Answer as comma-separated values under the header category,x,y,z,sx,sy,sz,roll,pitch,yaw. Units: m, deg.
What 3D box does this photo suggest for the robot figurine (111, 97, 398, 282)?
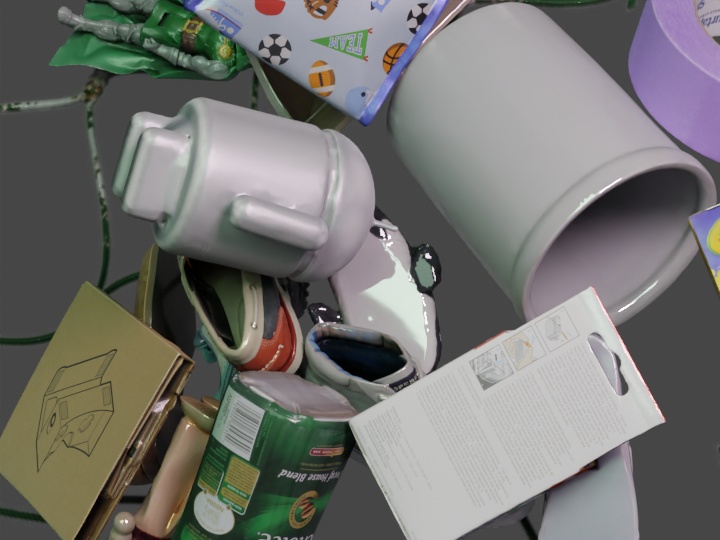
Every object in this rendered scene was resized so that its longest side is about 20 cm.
category,x,y,z,sx,sy,sz,roll,pitch,yaw
robot figurine,-0.075,-0.056,1.522,0.170,0.199,0.113,-122,48,-63

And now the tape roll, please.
category,x,y,z,sx,sy,sz,roll,pitch,yaw
tape roll,0.298,-0.153,1.532,0.199,0.066,0.201,8,42,-7

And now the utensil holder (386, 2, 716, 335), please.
category,x,y,z,sx,sy,sz,roll,pitch,yaw
utensil holder,0.134,-0.075,1.557,0.170,0.170,0.200,-38,56,-1

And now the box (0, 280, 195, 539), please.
category,x,y,z,sx,sy,sz,roll,pitch,yaw
box,-0.207,0.108,1.605,0.164,0.021,0.200,-61,31,0

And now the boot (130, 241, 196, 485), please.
category,x,y,z,sx,sy,sz,roll,pitch,yaw
boot,-0.174,0.071,1.659,0.075,0.074,0.201,-10,64,27

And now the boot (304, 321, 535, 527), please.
category,x,y,z,sx,sy,sz,roll,pitch,yaw
boot,0.037,0.108,1.533,0.199,0.096,0.074,24,52,28

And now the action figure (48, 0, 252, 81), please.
category,x,y,z,sx,sy,sz,roll,pitch,yaw
action figure,-0.158,-0.204,1.797,0.199,0.055,0.119,16,69,22

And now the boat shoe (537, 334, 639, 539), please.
category,x,y,z,sx,sy,sz,roll,pitch,yaw
boat shoe,0.164,0.145,1.495,0.073,0.065,0.201,3,86,13

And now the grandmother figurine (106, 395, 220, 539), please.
category,x,y,z,sx,sy,sz,roll,pitch,yaw
grandmother figurine,-0.151,0.191,1.564,0.060,0.121,0.201,30,99,30

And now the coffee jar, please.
category,x,y,z,sx,sy,sz,roll,pitch,yaw
coffee jar,-0.078,0.176,1.512,0.085,0.104,0.201,30,104,31

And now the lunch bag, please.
category,x,y,z,sx,sy,sz,roll,pitch,yaw
lunch bag,-0.014,-0.239,1.573,0.200,0.170,0.124,-57,16,7

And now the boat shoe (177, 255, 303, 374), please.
category,x,y,z,sx,sy,sz,roll,pitch,yaw
boat shoe,-0.105,-0.003,1.588,0.071,0.062,0.200,-41,53,21

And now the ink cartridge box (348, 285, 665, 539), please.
category,x,y,z,sx,sy,sz,roll,pitch,yaw
ink cartridge box,0.103,0.103,1.454,0.199,0.050,0.109,-31,80,17

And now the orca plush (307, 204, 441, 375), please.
category,x,y,z,sx,sy,sz,roll,pitch,yaw
orca plush,0.000,0.000,1.624,0.200,0.071,0.105,44,95,12

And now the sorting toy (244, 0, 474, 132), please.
category,x,y,z,sx,sy,sz,roll,pitch,yaw
sorting toy,-0.029,-0.220,1.669,0.200,0.180,0.107,-45,32,-6

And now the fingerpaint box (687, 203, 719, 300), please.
category,x,y,z,sx,sy,sz,roll,pitch,yaw
fingerpaint box,0.341,-0.011,1.446,0.199,0.167,0.074,-23,59,8

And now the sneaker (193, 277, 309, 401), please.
category,x,y,z,sx,sy,sz,roll,pitch,yaw
sneaker,-0.090,0.031,1.640,0.086,0.078,0.201,-12,61,18
